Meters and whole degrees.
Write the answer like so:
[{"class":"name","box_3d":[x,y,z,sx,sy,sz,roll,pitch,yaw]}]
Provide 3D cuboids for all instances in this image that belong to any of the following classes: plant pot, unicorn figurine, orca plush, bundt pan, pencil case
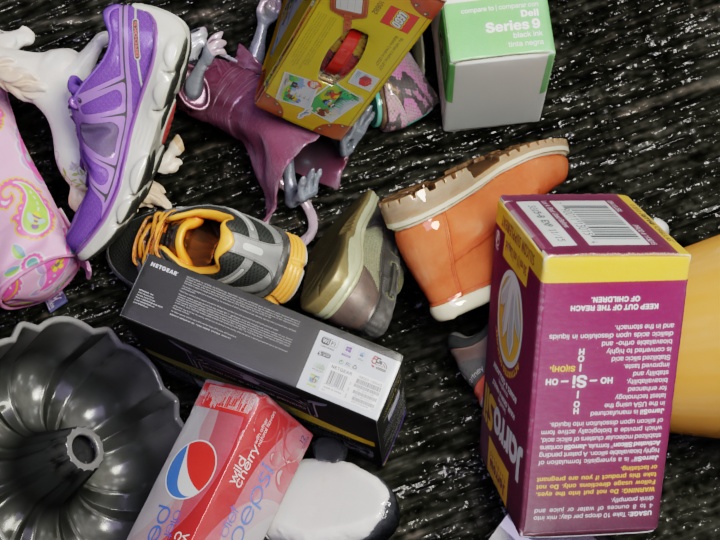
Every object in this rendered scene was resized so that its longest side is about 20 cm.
[{"class":"plant pot","box_3d":[0.301,0.043,0.991,0.181,0.200,0.203,-8,75,19]},{"class":"unicorn figurine","box_3d":[-0.223,-0.135,1.102,0.136,0.074,0.203,-17,86,-15]},{"class":"orca plush","box_3d":[-0.050,0.192,1.036,0.197,0.071,0.106,-16,43,22]},{"class":"bundt pan","box_3d":[-0.220,0.141,1.016,0.075,0.200,0.205,-29,71,40]},{"class":"pencil case","box_3d":[-0.290,-0.067,1.113,0.087,0.088,0.202,-29,76,-3]}]

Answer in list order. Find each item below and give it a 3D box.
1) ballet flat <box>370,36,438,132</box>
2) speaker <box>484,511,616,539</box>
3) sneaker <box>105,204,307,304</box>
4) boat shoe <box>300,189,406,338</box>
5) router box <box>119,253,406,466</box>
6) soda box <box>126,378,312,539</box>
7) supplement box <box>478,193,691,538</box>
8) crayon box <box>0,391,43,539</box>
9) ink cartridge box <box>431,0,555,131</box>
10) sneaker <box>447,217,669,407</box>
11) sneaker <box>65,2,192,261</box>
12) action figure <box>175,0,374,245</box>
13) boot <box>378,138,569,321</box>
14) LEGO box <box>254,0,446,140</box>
[{"class":"ballet flat","box_3d":[0.008,-0.211,1.139,0.070,0.069,0.202,-20,79,-19]},{"class":"speaker","box_3d":[0.178,0.240,0.998,0.199,0.081,0.081,38,82,13]},{"class":"sneaker","box_3d":[-0.132,-0.019,1.060,0.198,0.077,0.079,1,73,40]},{"class":"boat shoe","box_3d":[0.001,-0.001,1.031,0.066,0.201,0.072,41,107,-9]},{"class":"router box","box_3d":[-0.065,0.069,1.020,0.198,0.158,0.053,22,73,9]},{"class":"soda box","box_3d":[-0.113,0.183,0.979,0.063,0.070,0.202,7,63,42]},{"class":"supplement box","box_3d":[0.148,0.062,0.954,0.101,0.131,0.203,-1,109,-9]},{"class":"crayon box","box_3d":[-0.325,0.195,1.063,0.170,0.058,0.203,-17,75,1]},{"class":"ink cartridge box","box_3d":[0.094,-0.231,1.088,0.083,0.146,0.203,-6,76,1]},{"class":"sneaker","box_3d":[0.148,0.014,1.062,0.199,0.077,0.082,-40,70,-6]},{"class":"sneaker","box_3d":[-0.189,-0.106,1.053,0.082,0.081,0.203,19,106,-1]},{"class":"action figure","box_3d":[-0.089,-0.131,1.123,0.198,0.133,0.151,29,123,23]},{"class":"boot","box_3d":[0.101,-0.035,1.055,0.199,0.075,0.109,-28,98,-41]},{"class":"LEGO box","box_3d":[0.002,-0.210,0.986,0.076,0.200,0.151,20,63,-13]}]
